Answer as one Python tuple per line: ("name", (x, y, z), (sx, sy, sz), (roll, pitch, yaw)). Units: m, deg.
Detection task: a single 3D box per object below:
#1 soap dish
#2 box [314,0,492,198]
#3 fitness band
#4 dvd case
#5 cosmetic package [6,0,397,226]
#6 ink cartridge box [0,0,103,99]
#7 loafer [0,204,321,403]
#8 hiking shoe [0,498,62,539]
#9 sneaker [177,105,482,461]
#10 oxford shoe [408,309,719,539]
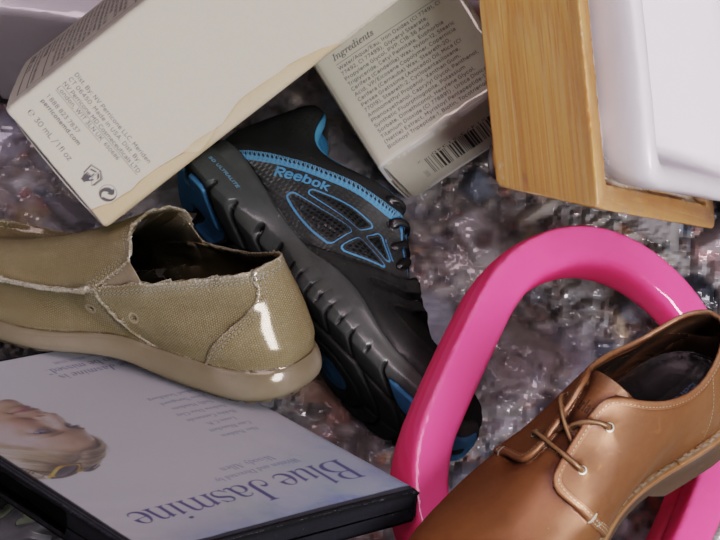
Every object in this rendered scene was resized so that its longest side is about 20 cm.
("soap dish", (0.111, -0.120, 1.164), (0.081, 0.157, 0.200), (-7, 85, 25))
("box", (-0.002, -0.140, 1.230), (0.082, 0.068, 0.200), (-32, 72, 5))
("fitness band", (0.093, 0.074, 1.114), (0.144, 0.037, 0.200), (32, 62, -11))
("dvd case", (-0.093, 0.076, 1.080), (0.143, 0.018, 0.200), (-10, 25, -41))
("cosmetic package", (-0.057, -0.117, 1.142), (0.200, 0.104, 0.073), (-36, 105, 10))
("ink cartridge box", (-0.188, -0.168, 1.272), (0.200, 0.084, 0.145), (8, 61, 6))
("loafer", (-0.106, 0.002, 1.156), (0.200, 0.068, 0.076), (13, 23, 21))
("hiking shoe", (-0.171, 0.092, 1.126), (0.200, 0.076, 0.101), (-13, 63, -4))
("sneaker", (0.000, 0.000, 1.174), (0.082, 0.073, 0.200), (-31, 65, -20))
("oxford shoe", (0.081, 0.079, 1.038), (0.071, 0.071, 0.200), (32, 54, 28))
